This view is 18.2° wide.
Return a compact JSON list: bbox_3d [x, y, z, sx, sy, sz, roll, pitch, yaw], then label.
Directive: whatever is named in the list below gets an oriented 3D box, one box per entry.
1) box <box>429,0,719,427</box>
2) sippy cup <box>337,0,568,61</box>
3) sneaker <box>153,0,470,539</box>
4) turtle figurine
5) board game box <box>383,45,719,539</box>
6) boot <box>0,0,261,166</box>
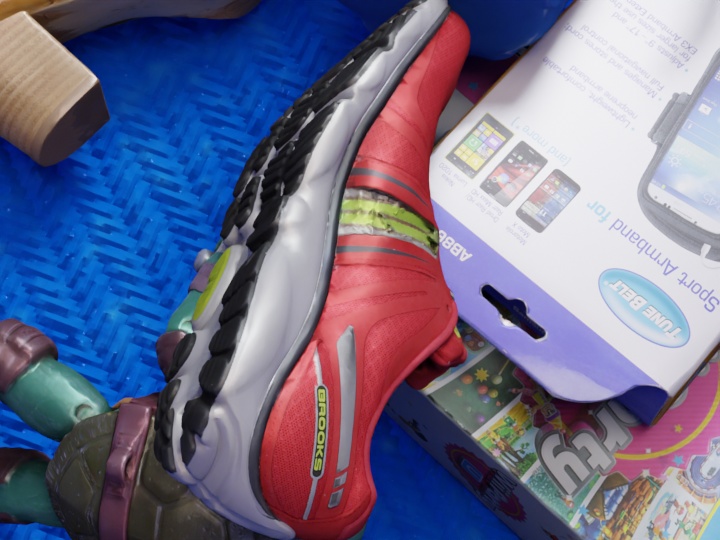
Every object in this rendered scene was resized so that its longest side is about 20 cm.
[{"bbox_3d":[0.106,-0.040,0.797,0.119,0.041,0.200,40,72,11],"label":"box"},{"bbox_3d":[0.042,-0.151,0.790,0.140,0.178,0.130,40,60,-28],"label":"sippy cup"},{"bbox_3d":[0.000,0.000,0.725,0.085,0.077,0.200,32,59,-17],"label":"sneaker"},{"bbox_3d":[-0.063,0.061,0.755,0.200,0.101,0.150,13,105,13],"label":"turtle figurine"},{"bbox_3d":[0.085,0.019,0.826,0.200,0.064,0.148,42,72,9],"label":"board game box"},{"bbox_3d":[-0.108,-0.145,0.865,0.144,0.071,0.201,41,69,14],"label":"boot"}]
